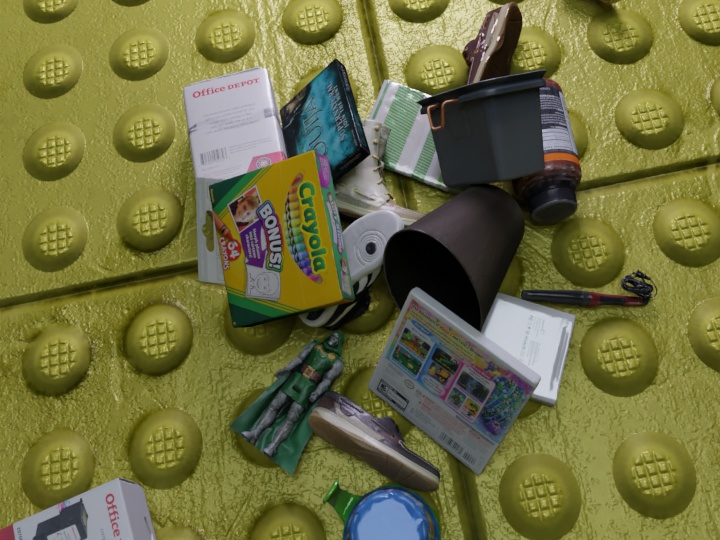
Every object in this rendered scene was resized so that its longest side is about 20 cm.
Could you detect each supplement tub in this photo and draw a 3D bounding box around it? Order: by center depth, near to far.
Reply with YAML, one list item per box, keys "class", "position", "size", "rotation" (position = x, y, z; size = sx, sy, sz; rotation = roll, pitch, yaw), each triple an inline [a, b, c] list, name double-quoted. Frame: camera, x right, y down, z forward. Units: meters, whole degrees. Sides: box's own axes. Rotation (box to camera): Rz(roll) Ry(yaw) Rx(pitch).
- class: "supplement tub"
  position: [0.273, -0.178, 1.152]
  size: [0.104, 0.107, 0.205]
  rotation: [-7, 69, 2]

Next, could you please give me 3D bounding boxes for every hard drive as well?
- class: "hard drive"
  position: [0.196, 0.100, 1.092]
  size: [0.195, 0.026, 0.135]
  rotation: [16, 71, 11]

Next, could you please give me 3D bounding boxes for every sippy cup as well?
- class: "sippy cup"
  position: [0.038, 0.336, 0.958]
  size: [0.173, 0.131, 0.143]
  rotation: [-2, 69, 4]

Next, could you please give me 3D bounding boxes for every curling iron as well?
- class: "curling iron"
  position: [0.330, 0.031, 1.107]
  size: [0.194, 0.026, 0.051]
  rotation: [-5, 75, 2]

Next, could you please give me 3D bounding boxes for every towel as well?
- class: "towel"
  position: [0.103, -0.214, 1.226]
  size: [0.196, 0.023, 0.155]
  rotation: [20, 73, 10]

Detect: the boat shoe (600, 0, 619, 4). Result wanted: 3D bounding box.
- class: "boat shoe"
  position: [0.362, -0.512, 1.296]
  size: [0.064, 0.072, 0.201]
  rotation: [-37, 68, -1]

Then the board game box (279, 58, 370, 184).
- class: "board game box"
  position: [-0.060, -0.215, 1.176]
  size: [0.134, 0.028, 0.203]
  rotation: [-36, 49, 25]

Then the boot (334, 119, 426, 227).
- class: "boot"
  position: [0.027, -0.145, 1.166]
  size: [0.195, 0.072, 0.158]
  rotation: [15, 81, 16]

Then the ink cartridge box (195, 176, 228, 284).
- class: "ink cartridge box"
  position: [-0.149, -0.056, 1.136]
  size: [0.195, 0.047, 0.165]
  rotation: [6, 104, 18]

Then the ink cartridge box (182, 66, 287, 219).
- class: "ink cartridge box"
  position: [-0.193, -0.203, 1.212]
  size: [0.143, 0.083, 0.205]
  rotation: [-13, 69, 0]

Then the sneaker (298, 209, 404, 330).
- class: "sneaker"
  position: [0.000, 0.000, 1.093]
  size: [0.200, 0.111, 0.073]
  rotation: [-47, 67, 13]

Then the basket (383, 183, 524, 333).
- class: "basket"
  position: [0.142, -0.023, 1.055]
  size: [0.200, 0.134, 0.183]
  rotation: [-44, 111, -44]

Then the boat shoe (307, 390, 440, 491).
- class: "boat shoe"
  position: [0.025, 0.228, 1.032]
  size: [0.196, 0.073, 0.065]
  rotation: [27, 56, 8]

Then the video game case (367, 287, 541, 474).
- class: "video game case"
  position: [0.117, 0.149, 1.011]
  size: [0.198, 0.185, 0.024]
  rotation: [36, 37, 17]

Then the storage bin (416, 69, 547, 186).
- class: "storage bin"
  position: [0.173, -0.195, 1.093]
  size: [0.142, 0.199, 0.138]
  rotation: [-15, 98, -24]

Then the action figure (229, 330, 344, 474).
- class: "action figure"
  position: [-0.085, 0.167, 1.078]
  size: [0.117, 0.055, 0.202]
  rotation: [30, 70, 18]

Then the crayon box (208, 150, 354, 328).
- class: "crayon box"
  position: [-0.109, -0.039, 1.046]
  size: [0.169, 0.058, 0.206]
  rotation: [-15, 82, 22]

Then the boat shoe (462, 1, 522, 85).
- class: "boat shoe"
  position: [0.204, -0.350, 1.253]
  size: [0.071, 0.072, 0.204]
  rotation: [6, 69, 40]

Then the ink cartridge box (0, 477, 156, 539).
- class: "ink cartridge box"
  position: [-0.375, 0.383, 1.000]
  size: [0.196, 0.083, 0.148]
  rotation: [-23, 68, -4]
